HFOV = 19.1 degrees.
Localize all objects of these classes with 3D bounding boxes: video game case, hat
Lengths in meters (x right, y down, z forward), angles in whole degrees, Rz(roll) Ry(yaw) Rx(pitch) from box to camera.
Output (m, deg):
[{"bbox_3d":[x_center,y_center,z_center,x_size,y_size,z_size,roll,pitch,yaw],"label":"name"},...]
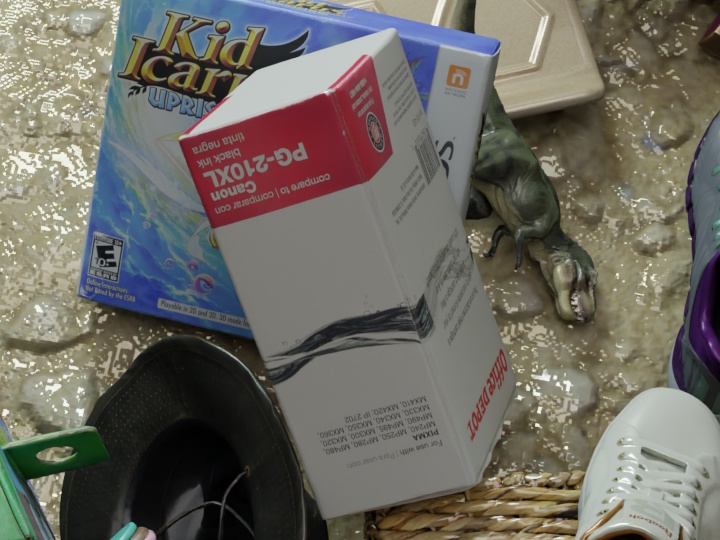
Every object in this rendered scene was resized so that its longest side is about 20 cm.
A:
[{"bbox_3d":[-0.040,-0.053,1.134,0.199,0.045,0.182,13,107,6],"label":"video game case"},{"bbox_3d":[-0.067,0.132,1.084,0.081,0.200,0.201,8,60,-41],"label":"hat"}]

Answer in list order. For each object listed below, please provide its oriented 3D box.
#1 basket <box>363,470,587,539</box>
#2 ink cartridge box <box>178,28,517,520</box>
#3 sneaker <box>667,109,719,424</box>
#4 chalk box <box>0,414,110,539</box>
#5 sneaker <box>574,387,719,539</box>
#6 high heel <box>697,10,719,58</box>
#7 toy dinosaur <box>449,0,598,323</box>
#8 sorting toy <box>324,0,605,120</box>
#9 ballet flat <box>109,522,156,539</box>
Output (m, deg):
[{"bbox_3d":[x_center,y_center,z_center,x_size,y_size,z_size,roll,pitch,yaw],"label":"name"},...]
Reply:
[{"bbox_3d":[0.102,0.186,1.043,0.199,0.143,0.150,-2,66,-2],"label":"basket"},{"bbox_3d":[0.000,0.000,1.041,0.084,0.145,0.201,-16,103,17],"label":"ink cartridge box"},{"bbox_3d":[0.215,-0.016,1.161,0.074,0.088,0.201,9,67,2],"label":"sneaker"},{"bbox_3d":[-0.223,0.119,1.065,0.199,0.125,0.124,-26,70,-7],"label":"chalk box"},{"bbox_3d":[0.131,0.117,0.945,0.073,0.085,0.200,18,48,4],"label":"sneaker"},{"bbox_3d":[0.180,-0.206,1.233,0.200,0.067,0.096,33,78,-5],"label":"high heel"},{"bbox_3d":[0.062,-0.055,1.177,0.088,0.047,0.201,-24,99,-6],"label":"toy dinosaur"},{"bbox_3d":[0.029,-0.159,1.250,0.184,0.037,0.201,-12,64,-7],"label":"sorting toy"},{"bbox_3d":[-0.163,0.207,1.054,0.200,0.069,0.071,-38,91,8],"label":"ballet flat"}]
